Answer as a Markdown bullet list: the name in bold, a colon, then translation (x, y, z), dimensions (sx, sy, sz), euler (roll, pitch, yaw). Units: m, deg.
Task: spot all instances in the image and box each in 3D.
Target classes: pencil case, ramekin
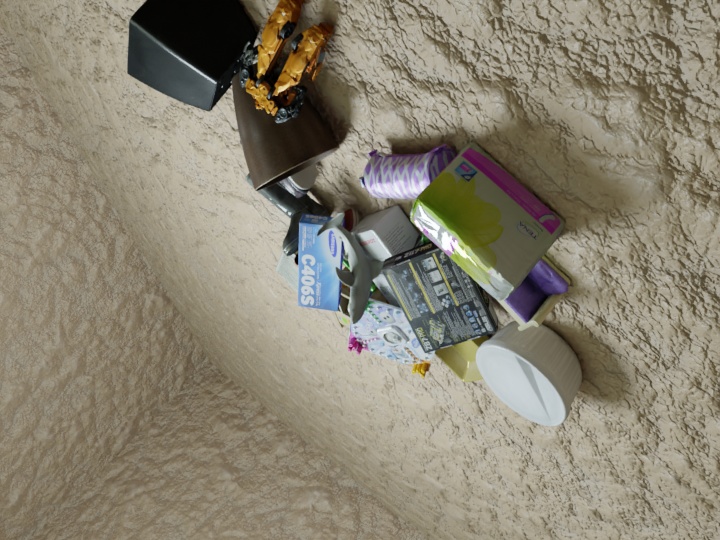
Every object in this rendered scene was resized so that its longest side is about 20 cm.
- **pencil case**: translation (0.085, -0.166, 1.182), dimensions (0.198, 0.082, 0.088), euler (9, 115, 53)
- **ramekin**: translation (0.320, 0.183, 1.298), dimensions (0.201, 0.094, 0.204), euler (38, 155, 21)

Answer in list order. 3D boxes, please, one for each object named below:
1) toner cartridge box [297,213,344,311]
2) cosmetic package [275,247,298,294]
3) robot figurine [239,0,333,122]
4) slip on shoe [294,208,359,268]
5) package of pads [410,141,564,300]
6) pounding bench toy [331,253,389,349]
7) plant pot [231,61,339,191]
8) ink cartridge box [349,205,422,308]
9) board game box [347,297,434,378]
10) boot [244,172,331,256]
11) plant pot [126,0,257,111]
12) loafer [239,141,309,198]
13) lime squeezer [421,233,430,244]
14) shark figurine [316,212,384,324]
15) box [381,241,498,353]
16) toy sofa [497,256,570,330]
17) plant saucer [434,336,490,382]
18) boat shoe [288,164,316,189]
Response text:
- **toner cartridge box**: translation (-0.085, -0.015, 1.489), dimensions (0.092, 0.044, 0.205), euler (6, 119, 5)
- **cosmetic package**: translation (-0.145, -0.026, 1.780), dimensions (0.104, 0.087, 0.200), euler (46, 158, 3)
- **robot figurine**: translation (-0.129, -0.353, 1.185), dimensions (0.145, 0.058, 0.201), euler (45, 131, 5)
- **slip on shoe**: translation (-0.073, -0.062, 1.519), dimensions (0.060, 0.199, 0.076), euler (21, -140, -39)
- **package of pads**: translation (0.187, -0.074, 1.048), dimensions (0.199, 0.154, 0.069), euler (42, 157, 10)
- **pounding bench toy**: translation (0.011, 0.048, 1.580), dimensions (0.154, 0.124, 0.203), euler (25, 148, 40)
- **plant pot**: translation (-0.161, -0.285, 1.325), dimensions (0.204, 0.184, 0.186), euler (64, 154, -5)
- **ink cartridge box**: translation (0.075, -0.019, 1.416), dimensions (0.202, 0.084, 0.144), euler (53, 156, -13)
- **board game box**: translation (0.067, 0.146, 1.500), dimensions (0.194, 0.026, 0.202), euler (18, 144, 8)
- **boot**: translation (-0.179, -0.148, 1.556), dimensions (0.200, 0.182, 0.073), euler (45, 133, -3)
- **plant pot**: translation (-0.308, -0.430, 1.322), dimensions (0.176, 0.202, 0.200), euler (36, 158, -8)
- **loafer**: translation (-0.190, -0.235, 1.534), dimensions (0.063, 0.072, 0.202), euler (-40, 85, 29)
- **lime squeezer**: translation (0.143, -0.052, 1.306), dimensions (0.202, 0.038, 0.070), euler (55, 156, -14)
- **shark figurine**: translation (0.001, -0.023, 1.369), dimensions (0.087, 0.128, 0.220), euler (-6, 108, 32)
- **box**: translation (0.151, 0.046, 1.311), dimensions (0.158, 0.049, 0.203), euler (-21, 112, 22)
- **toy sofa**: translation (0.242, -0.005, 1.151), dimensions (0.200, 0.083, 0.098), euler (47, 158, 1)
- **plant saucer**: translation (0.204, 0.143, 1.479), dimensions (0.200, 0.049, 0.200), euler (45, 159, -3)
- **boat shoe**: translation (-0.164, -0.267, 1.473), dimensions (0.092, 0.074, 0.204), euler (17, 137, 61)
